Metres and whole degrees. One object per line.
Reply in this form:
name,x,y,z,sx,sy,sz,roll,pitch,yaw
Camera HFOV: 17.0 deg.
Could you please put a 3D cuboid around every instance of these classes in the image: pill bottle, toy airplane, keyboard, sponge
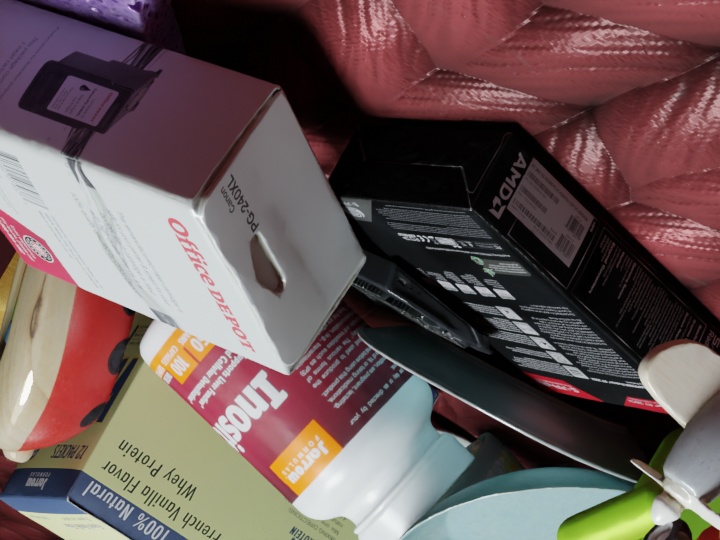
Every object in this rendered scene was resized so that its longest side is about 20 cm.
pill bottle,-0.030,0.077,1.472,0.200,0.113,0.113,43,163,4
toy airplane,0.226,0.129,1.142,0.198,0.200,0.141,2,-156,3
keyboard,0.000,0.000,1.349,0.127,0.021,0.200,39,176,-14
sponge,-0.149,-0.146,1.243,0.111,0.030,0.200,26,164,11

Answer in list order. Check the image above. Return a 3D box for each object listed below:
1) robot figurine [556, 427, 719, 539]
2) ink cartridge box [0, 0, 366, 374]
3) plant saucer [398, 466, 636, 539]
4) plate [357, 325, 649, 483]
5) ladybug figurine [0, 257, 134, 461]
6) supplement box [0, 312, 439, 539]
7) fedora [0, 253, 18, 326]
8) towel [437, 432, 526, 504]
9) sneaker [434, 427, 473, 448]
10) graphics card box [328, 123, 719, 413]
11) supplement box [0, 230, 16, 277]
robot figurine,0.186,0.167,1.300,0.175,0.201,0.115,39,168,-28
ink cartridge box,-0.111,-0.045,1.243,0.199,0.084,0.146,20,153,33
plant saucer,0.113,0.161,1.438,0.199,0.039,0.201,0,147,0
plate,0.092,0.071,1.409,0.199,0.026,0.200,27,-177,-1
ladybug figurine,-0.178,0.022,1.482,0.071,0.201,0.136,15,-174,-12
supplement box,-0.094,0.116,1.605,0.200,0.201,0.134,35,161,-21
fedora,-0.231,0.019,1.742,0.200,0.082,0.201,27,163,9
towel,0.095,0.218,1.579,0.171,0.200,0.048,50,127,-5
sneaker,0.056,0.177,1.741,0.200,0.081,0.146,32,159,-29
graphics card box,0.087,0.000,1.248,0.200,0.051,0.125,39,162,-33
supplement box,-0.296,-0.068,1.402,0.197,0.201,0.133,36,162,-22
